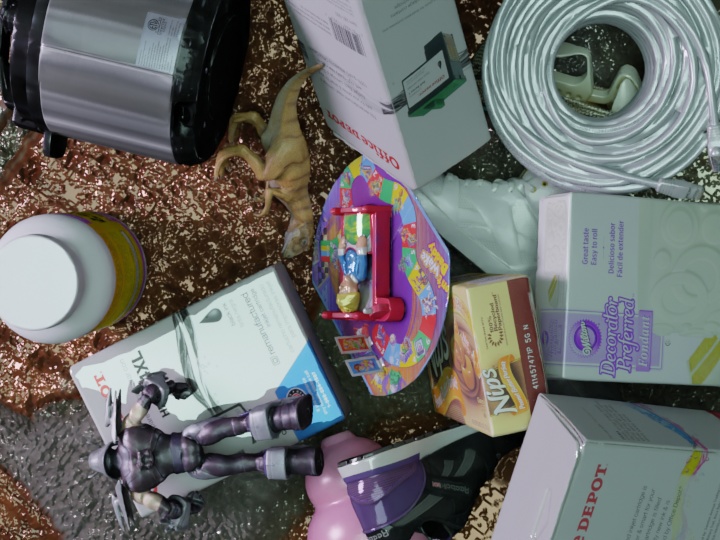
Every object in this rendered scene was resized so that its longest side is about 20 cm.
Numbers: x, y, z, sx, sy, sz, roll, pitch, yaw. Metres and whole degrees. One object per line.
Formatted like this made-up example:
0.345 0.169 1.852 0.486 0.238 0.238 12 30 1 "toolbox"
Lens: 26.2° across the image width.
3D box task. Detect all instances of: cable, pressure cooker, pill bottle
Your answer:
0.196 -0.161 1.240 0.197 0.069 0.203 4 96 3 "cable"
-0.202 -0.191 1.273 0.197 0.180 0.177 13 52 6 "pressure cooker"
-0.244 0.004 1.277 0.103 0.200 0.106 0 93 3 "pill bottle"

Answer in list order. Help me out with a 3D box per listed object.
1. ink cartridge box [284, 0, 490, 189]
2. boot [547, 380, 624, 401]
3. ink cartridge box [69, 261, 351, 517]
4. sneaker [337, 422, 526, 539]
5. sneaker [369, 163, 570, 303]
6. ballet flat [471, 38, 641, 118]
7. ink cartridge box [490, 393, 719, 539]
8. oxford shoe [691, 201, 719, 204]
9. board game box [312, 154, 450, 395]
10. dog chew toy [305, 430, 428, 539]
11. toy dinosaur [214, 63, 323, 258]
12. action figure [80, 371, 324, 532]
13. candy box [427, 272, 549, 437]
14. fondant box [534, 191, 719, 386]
0.013 -0.185 1.214 0.084 0.146 0.201 -33 131 -15 "ink cartridge box"
0.198 0.123 1.273 0.070 0.132 0.201 -37 103 6 "boot"
-0.128 0.102 1.333 0.198 0.084 0.147 -27 91 4 "ink cartridge box"
0.068 0.178 1.287 0.198 0.075 0.089 -12 81 -40 "sneaker"
0.112 -0.065 1.320 0.199 0.074 0.116 37 93 -9 "sneaker"
0.188 -0.149 1.305 0.198 0.068 0.076 19 118 4 "ballet flat"
0.214 0.181 1.171 0.198 0.086 0.149 9 109 -22 "ink cartridge box"
0.256 -0.014 1.308 0.198 0.058 0.076 -12 91 -19 "oxford shoe"
0.000 0.000 1.270 0.201 0.039 0.159 60 136 36 "board game box"
0.011 0.236 1.318 0.123 0.125 0.202 -19 83 4 "dog chew toy"
-0.068 -0.109 1.317 0.105 0.061 0.202 11 129 16 "toy dinosaur"
-0.133 0.148 1.263 0.197 0.069 0.132 -6 101 7 "action figure"
0.096 0.064 1.257 0.055 0.200 0.117 -10 92 -9 "candy box"
0.239 0.018 1.241 0.197 0.058 0.146 4 87 -19 "fondant box"
